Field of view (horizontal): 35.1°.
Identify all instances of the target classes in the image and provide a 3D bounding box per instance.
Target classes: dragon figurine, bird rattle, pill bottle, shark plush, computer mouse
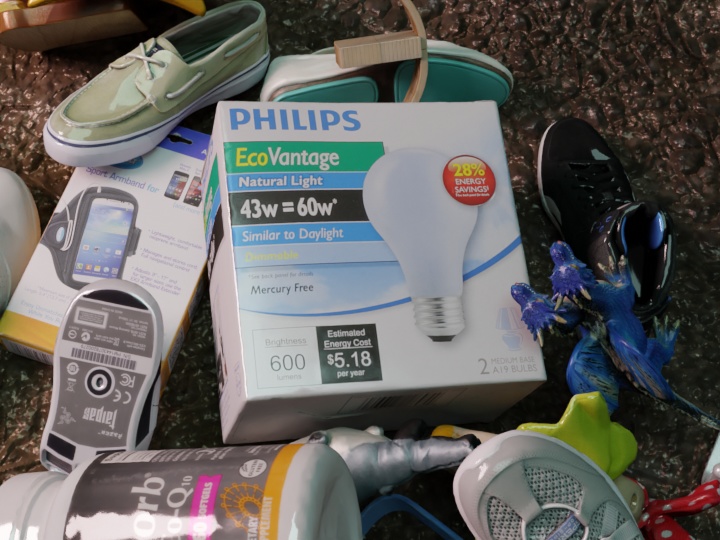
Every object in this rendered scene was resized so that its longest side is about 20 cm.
[{"bbox_3d":[0.166,0.058,0.725,0.200,0.059,0.099,54,33,-15],"label":"dragon figurine"},{"bbox_3d":[0.135,0.132,0.723,0.163,0.200,0.113,11,85,40],"label":"bird rattle"},{"bbox_3d":[-0.106,0.160,0.647,0.199,0.116,0.117,-5,64,15],"label":"pill bottle"},{"bbox_3d":[-0.009,0.143,0.713,0.199,0.091,0.084,-22,72,15],"label":"shark plush"},{"bbox_3d":[-0.168,0.105,0.742,0.109,0.044,0.201,13,89,7],"label":"computer mouse"}]

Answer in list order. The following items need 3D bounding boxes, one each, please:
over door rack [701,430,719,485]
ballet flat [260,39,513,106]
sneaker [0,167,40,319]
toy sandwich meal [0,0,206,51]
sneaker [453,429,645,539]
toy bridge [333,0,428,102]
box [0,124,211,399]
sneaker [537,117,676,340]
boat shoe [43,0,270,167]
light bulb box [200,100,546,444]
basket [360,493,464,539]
[{"bbox_3d":[0.341,0.090,0.802,0.147,0.067,0.200,25,66,6],"label":"over door rack"},{"bbox_3d":[0.019,-0.156,0.896,0.199,0.069,0.070,-7,66,-6],"label":"ballet flat"},{"bbox_3d":[-0.276,0.006,0.778,0.075,0.089,0.201,10,64,2],"label":"sneaker"},{"bbox_3d":[-0.182,-0.208,0.854,0.204,0.205,0.071,-3,95,-6],"label":"toy sandwich meal"},{"bbox_3d":[0.129,0.161,0.582,0.075,0.082,0.200,-44,102,2],"label":"sneaker"},{"bbox_3d":[0.015,-0.164,0.837,0.067,0.201,0.027,-9,25,-7],"label":"toy bridge"},{"bbox_3d":[-0.166,-0.017,0.827,0.119,0.042,0.201,18,63,4],"label":"box"},{"bbox_3d":[0.185,-0.045,0.826,0.073,0.112,0.201,-6,66,-8],"label":"sneaker"},{"bbox_3d":[-0.150,-0.145,0.843,0.072,0.062,0.200,38,55,23],"label":"boat shoe"},{"bbox_3d":[0.000,0.000,0.764,0.197,0.125,0.201,-3,70,-15],"label":"light bulb box"},{"bbox_3d":[0.033,0.237,0.679,0.200,0.139,0.176,19,59,43],"label":"basket"}]
